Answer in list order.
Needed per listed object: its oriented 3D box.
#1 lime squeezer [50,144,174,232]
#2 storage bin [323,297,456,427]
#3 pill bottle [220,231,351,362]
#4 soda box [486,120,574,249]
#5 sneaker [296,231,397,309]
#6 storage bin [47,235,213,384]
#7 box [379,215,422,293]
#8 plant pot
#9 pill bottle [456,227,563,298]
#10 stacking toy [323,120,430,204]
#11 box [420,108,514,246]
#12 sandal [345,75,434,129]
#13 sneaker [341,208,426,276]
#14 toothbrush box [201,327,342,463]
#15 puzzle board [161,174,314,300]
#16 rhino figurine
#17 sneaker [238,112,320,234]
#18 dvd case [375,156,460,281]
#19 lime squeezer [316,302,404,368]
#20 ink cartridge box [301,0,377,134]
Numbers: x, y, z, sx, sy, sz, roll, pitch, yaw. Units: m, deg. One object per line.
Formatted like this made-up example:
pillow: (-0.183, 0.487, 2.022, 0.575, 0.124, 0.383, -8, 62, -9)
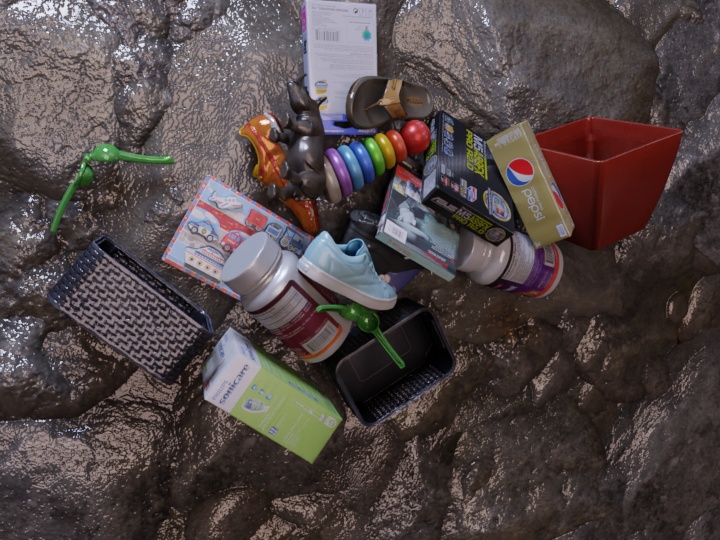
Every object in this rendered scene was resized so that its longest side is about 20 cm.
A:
lime squeezer: (-0.377, -0.137, 0.791, 0.199, 0.038, 0.071, -35, 139, -11)
storage bin: (0.049, 0.155, 0.952, 0.198, 0.094, 0.137, -31, 106, -13)
pill bottle: (-0.114, 0.043, 0.852, 0.114, 0.114, 0.200, -47, 119, -7)
soda box: (0.287, -0.144, 0.919, 0.068, 0.063, 0.202, -35, 101, -57)
sneaker: (0.000, 0.000, 0.839, 0.199, 0.074, 0.083, 24, 104, -44)
storage bin: (-0.318, 0.054, 0.777, 0.200, 0.135, 0.094, 41, 84, -19)
box: (0.078, -0.053, 0.964, 0.200, 0.032, 0.122, -42, 109, -10)
plant pot: (0.416, -0.153, 0.981, 0.198, 0.199, 0.179, -20, 118, -21)
pill bottle: (0.252, -0.022, 0.975, 0.197, 0.111, 0.113, 14, 94, -26)
stacking toy: (0.025, -0.185, 0.886, 0.198, 0.085, 0.086, -25, 105, -7)
box: (0.179, -0.157, 0.913, 0.159, 0.044, 0.202, 26, 48, -20)
sandal: (0.058, -0.270, 0.881, 0.198, 0.054, 0.083, -11, 103, -39)
sneaker: (0.055, -0.031, 0.912, 0.198, 0.076, 0.092, 20, 110, -22)
toothbrush box: (-0.143, 0.193, 0.863, 0.199, 0.145, 0.087, 39, 86, -20)
puzzle board: (-0.192, -0.036, 0.881, 0.198, 0.017, 0.152, 30, 87, -20)
rhino figurine: (-0.087, -0.197, 0.809, 0.087, 0.059, 0.203, 11, 76, -42)
sneaker: (-0.124, -0.146, 0.870, 0.076, 0.073, 0.202, -27, 100, 4)
dvd case: (0.103, -0.094, 0.901, 0.145, 0.022, 0.202, 29, 47, -17)
lime squeezer: (-0.003, 0.083, 0.847, 0.199, 0.037, 0.071, 39, 42, -36)
ink cartridge box: (-0.032, -0.321, 0.881, 0.117, 0.042, 0.204, -5, 98, -20)
